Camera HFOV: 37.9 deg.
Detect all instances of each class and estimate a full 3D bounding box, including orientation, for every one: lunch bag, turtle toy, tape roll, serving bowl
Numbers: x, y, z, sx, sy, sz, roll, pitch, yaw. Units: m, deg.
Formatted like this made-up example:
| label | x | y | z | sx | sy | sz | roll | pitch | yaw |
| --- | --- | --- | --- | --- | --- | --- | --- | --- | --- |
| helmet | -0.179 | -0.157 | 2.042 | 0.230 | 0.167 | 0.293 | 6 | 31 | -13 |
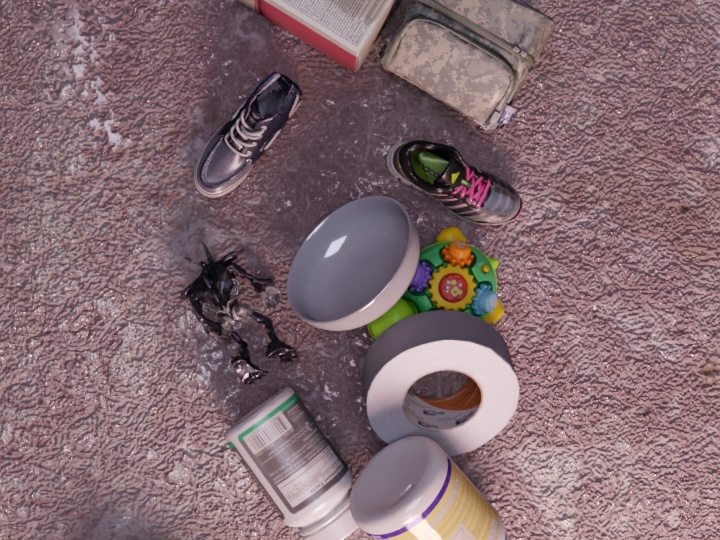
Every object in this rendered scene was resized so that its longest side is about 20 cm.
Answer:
| label | x | y | z | sx | sy | sz | roll | pitch | yaw |
| --- | --- | --- | --- | --- | --- | --- | --- | --- | --- |
| lunch bag | 0.143 | -0.302 | 1.406 | 0.200 | 0.139 | 0.168 | 30 | 104 | 0 |
| turtle toy | 0.099 | 0.036 | 1.406 | 0.200 | 0.101 | 0.146 | -30 | 90 | -2 |
| tape roll | 0.103 | 0.151 | 1.372 | 0.200 | 0.066 | 0.200 | -2 | 124 | -3 |
| serving bowl | 0.000 | 0.000 | 1.381 | 0.200 | 0.200 | 0.066 | -48 | 127 | -2 |

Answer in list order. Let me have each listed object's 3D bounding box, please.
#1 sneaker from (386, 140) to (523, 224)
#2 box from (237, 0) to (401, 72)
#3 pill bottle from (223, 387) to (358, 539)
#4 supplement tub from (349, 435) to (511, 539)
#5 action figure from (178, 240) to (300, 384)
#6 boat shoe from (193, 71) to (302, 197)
| label | x | y | z | sx | sy | sz | roll | pitch | yaw |
| --- | --- | --- | --- | --- | --- | --- | --- | --- | --- |
| sneaker | 0.129 | -0.120 | 1.418 | 0.200 | 0.087 | 0.074 | 27 | 88 | -1 |
| box | -0.056 | -0.378 | 1.409 | 0.200 | 0.109 | 0.128 | 32 | 88 | 0 |
| pill bottle | -0.082 | 0.265 | 1.389 | 0.113 | 0.113 | 0.200 | -35 | 90 | -2 |
| supplement tub | 0.096 | 0.328 | 1.354 | 0.145 | 0.145 | 0.200 | -41 | 114 | -2 |
| action figure | -0.166 | 0.056 | 1.403 | 0.119 | 0.102 | 0.200 | -36 | 64 | 6 |
| boat shoe | -0.156 | -0.186 | 1.408 | 0.075 | 0.093 | 0.200 | 37 | 88 | -1 |
